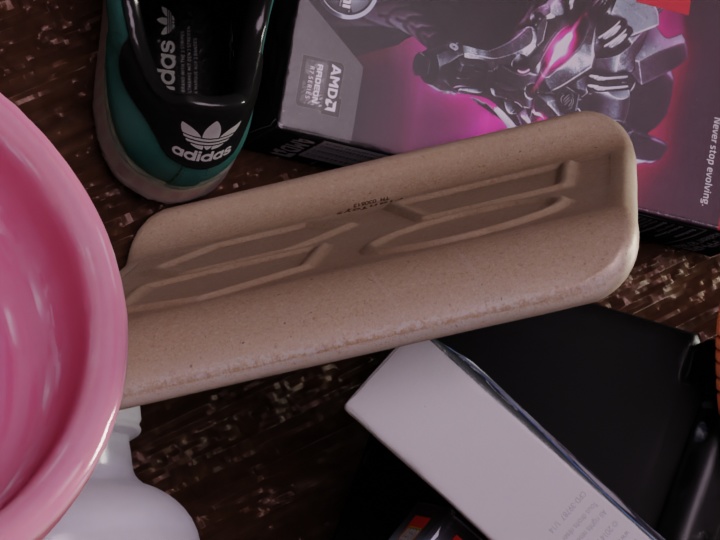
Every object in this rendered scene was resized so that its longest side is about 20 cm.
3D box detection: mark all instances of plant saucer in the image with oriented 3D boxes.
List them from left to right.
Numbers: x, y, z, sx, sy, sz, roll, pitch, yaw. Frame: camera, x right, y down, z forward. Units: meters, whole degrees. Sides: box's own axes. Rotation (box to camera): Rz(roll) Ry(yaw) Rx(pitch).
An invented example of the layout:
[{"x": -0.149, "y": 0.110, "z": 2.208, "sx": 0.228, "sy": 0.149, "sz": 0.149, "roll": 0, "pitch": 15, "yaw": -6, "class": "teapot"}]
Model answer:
[{"x": -0.166, "y": 0.016, "z": 0.762, "sx": 0.200, "sy": 0.051, "sz": 0.201, "roll": 11, "pitch": 53, "yaw": -15, "class": "plant saucer"}]

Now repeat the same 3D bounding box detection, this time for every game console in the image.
[{"x": 0.089, "y": 0.123, "z": 0.967, "sx": 0.176, "sy": 0.116, "sz": 0.201, "roll": 24, "pitch": 82, "yaw": -31, "class": "game console"}]

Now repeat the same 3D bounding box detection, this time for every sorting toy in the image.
[{"x": 0.000, "y": 0.000, "z": 0.884, "sx": 0.185, "sy": 0.200, "sz": 0.037, "roll": -13, "pitch": 102, "yaw": 8, "class": "sorting toy"}]

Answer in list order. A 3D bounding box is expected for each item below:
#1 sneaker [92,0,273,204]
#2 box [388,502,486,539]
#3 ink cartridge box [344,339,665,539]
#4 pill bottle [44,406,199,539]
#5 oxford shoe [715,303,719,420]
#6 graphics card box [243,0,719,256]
[{"x": -0.063, "y": -0.130, "z": 0.976, "sx": 0.071, "sy": 0.080, "sz": 0.201, "roll": -3, "pitch": 75, "yaw": -21, "class": "sneaker"}, {"x": 0.062, "y": 0.179, "z": 0.874, "sx": 0.200, "sy": 0.035, "sz": 0.110, "roll": 42, "pitch": 78, "yaw": -12, "class": "box"}, {"x": 0.086, "y": 0.100, "z": 0.858, "sx": 0.200, "sy": 0.099, "sz": 0.039, "roll": 43, "pitch": 92, "yaw": 13, "class": "ink cartridge box"}, {"x": -0.102, "y": 0.132, "z": 0.884, "sx": 0.112, "sy": 0.112, "sz": 0.201, "roll": -3, "pitch": 79, "yaw": -21, "class": "pill bottle"}, {"x": 0.179, "y": 0.078, "z": 0.907, "sx": 0.071, "sy": 0.073, "sz": 0.200, "roll": -35, "pitch": 111, "yaw": -24, "class": "oxford shoe"}, {"x": 0.063, "y": -0.087, "z": 1.028, "sx": 0.199, "sy": 0.051, "sz": 0.126, "roll": 13, "pitch": 80, "yaw": -17, "class": "graphics card box"}]
